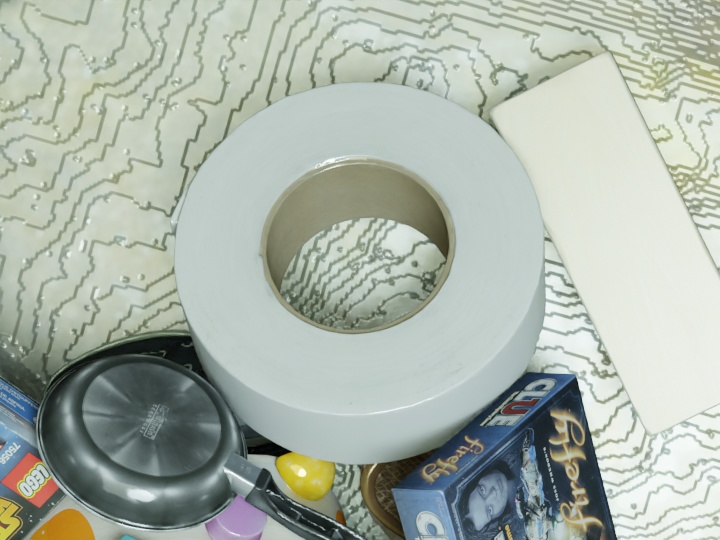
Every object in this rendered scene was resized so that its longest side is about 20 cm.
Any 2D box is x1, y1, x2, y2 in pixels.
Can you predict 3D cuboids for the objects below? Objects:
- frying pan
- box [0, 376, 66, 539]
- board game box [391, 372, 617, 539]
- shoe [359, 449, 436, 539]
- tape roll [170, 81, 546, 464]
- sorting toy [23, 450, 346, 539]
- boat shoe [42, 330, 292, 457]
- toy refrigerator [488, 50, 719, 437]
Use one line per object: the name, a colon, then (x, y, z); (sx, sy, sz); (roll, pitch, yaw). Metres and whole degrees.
frying pan: (-0.085, 0.110, 1.421); (0.190, 0.115, 0.031); (41, 137, 17)
box: (-0.258, 0.124, 1.475); (0.137, 0.040, 0.200); (37, 117, -17)
board game box: (0.090, 0.173, 1.450); (0.035, 0.135, 0.201); (0, 115, 38)
shoe: (0.072, 0.164, 1.534); (0.070, 0.053, 0.200); (-43, 105, -5)
tape roll: (0.000, 0.000, 1.478); (0.202, 0.071, 0.203); (-2, 64, 4)
sorting toy: (-0.066, 0.191, 1.439); (0.199, 0.180, 0.107); (3, 134, -23)
boat shoe: (-0.083, 0.075, 1.529); (0.199, 0.066, 0.075); (4, 93, 2)
toy refrigerator: (0.149, -0.016, 1.515); (0.076, 0.070, 0.200); (-27, 90, 7)
